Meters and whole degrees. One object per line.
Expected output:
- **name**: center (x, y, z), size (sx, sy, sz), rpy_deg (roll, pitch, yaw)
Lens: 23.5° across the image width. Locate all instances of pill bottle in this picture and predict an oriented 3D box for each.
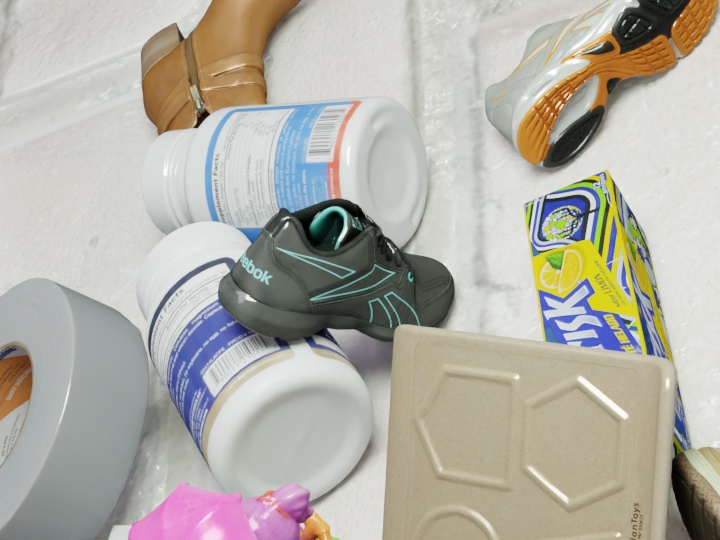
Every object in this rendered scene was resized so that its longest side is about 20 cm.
- **pill bottle**: center (-0.079, 0.057, 1.170), size (0.115, 0.116, 0.200), rpy_deg (-36, 41, 0)
- **pill bottle**: center (-0.059, -0.067, 1.273), size (0.198, 0.113, 0.113), rpy_deg (0, 52, 34)

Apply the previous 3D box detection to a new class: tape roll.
- **tape roll**: center (-0.231, 0.111, 1.207), size (0.199, 0.066, 0.202), rpy_deg (-31, 46, 38)

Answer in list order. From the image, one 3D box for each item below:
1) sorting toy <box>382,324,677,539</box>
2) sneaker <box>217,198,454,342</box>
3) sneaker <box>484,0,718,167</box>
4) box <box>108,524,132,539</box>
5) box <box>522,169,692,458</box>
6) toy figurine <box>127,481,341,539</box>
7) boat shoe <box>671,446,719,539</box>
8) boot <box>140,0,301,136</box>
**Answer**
- **sorting toy**: center (0.094, 0.133, 0.989), size (0.198, 0.036, 0.188), rpy_deg (6, 95, 40)
- **sneaker**: center (0.000, 0.000, 1.122), size (0.075, 0.199, 0.080), rpy_deg (40, 116, 34)
- **sneaker**: center (0.167, -0.167, 1.245), size (0.200, 0.076, 0.092), rpy_deg (-41, 38, -7)
- **box**: center (-0.121, 0.252, 1.082), size (0.143, 0.036, 0.202), rpy_deg (-7, 51, 28)
- **box**: center (0.152, 0.037, 1.069), size (0.064, 0.070, 0.201), rpy_deg (-23, 43, 18)
- **toy figurine**: center (-0.065, 0.180, 0.965), size (0.199, 0.185, 0.150), rpy_deg (-35, 64, -25)
- **boat shoe**: center (0.239, 0.164, 0.910), size (0.076, 0.072, 0.201), rpy_deg (-26, 51, -7)
- **boot**: center (-0.095, -0.180, 1.431), size (0.199, 0.074, 0.155), rpy_deg (-39, 39, 15)
